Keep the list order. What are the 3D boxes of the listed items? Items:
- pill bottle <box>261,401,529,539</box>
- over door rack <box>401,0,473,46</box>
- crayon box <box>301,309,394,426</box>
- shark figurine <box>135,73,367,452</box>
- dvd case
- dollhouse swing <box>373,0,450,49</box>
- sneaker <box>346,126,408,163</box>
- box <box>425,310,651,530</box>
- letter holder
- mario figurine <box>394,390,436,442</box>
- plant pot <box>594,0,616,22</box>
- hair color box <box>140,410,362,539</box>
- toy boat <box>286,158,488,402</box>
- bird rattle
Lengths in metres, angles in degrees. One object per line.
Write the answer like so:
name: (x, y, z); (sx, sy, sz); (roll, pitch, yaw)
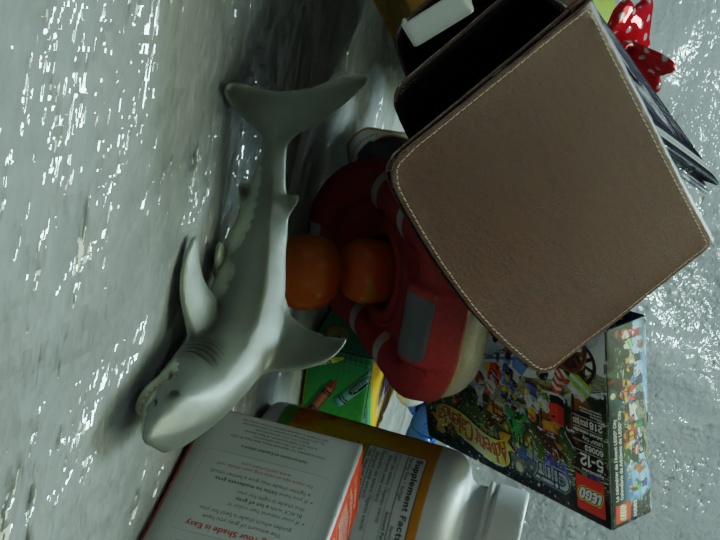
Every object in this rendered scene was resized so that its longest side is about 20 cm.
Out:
pill bottle: (0.016, 0.174, 0.849); (0.111, 0.199, 0.112); (14, 90, -80)
over door rack: (0.031, -0.224, 0.598); (0.148, 0.066, 0.200); (54, 30, -22)
crayon box: (0.000, 0.080, 1.062); (0.200, 0.058, 0.119); (-58, 159, -63)
shark figurine: (-0.046, 0.007, 0.629); (0.128, 0.089, 0.215); (78, 28, -71)
dvd case: (0.167, -0.145, 0.793); (0.016, 0.201, 0.149); (-38, 158, 21)
dollhouse swing: (0.095, -0.172, 0.785); (0.176, 0.181, 0.201); (93, -19, -57)
sneaker: (0.066, -0.066, 0.979); (0.078, 0.079, 0.200); (-47, 140, 11)
box: (0.114, 0.078, 0.808); (0.038, 0.200, 0.137); (-15, 109, -30)
letter holder: (0.089, -0.054, 0.671); (0.142, 0.101, 0.200); (-40, 129, 1)
mario figurine: (0.058, 0.096, 1.094); (0.123, 0.106, 0.201); (-4, -124, 56)
plant pot: (0.114, -0.227, 1.043); (0.200, 0.186, 0.188); (-5, 108, -63)
hair color box: (-0.072, 0.175, 0.642); (0.200, 0.101, 0.061); (-65, 165, -47)
toy boat: (0.000, 0.000, 0.785); (0.200, 0.130, 0.131); (-129, -135, -61)
bird rattle: (0.151, -0.158, 0.968); (0.113, 0.199, 0.163); (63, -28, 11)
